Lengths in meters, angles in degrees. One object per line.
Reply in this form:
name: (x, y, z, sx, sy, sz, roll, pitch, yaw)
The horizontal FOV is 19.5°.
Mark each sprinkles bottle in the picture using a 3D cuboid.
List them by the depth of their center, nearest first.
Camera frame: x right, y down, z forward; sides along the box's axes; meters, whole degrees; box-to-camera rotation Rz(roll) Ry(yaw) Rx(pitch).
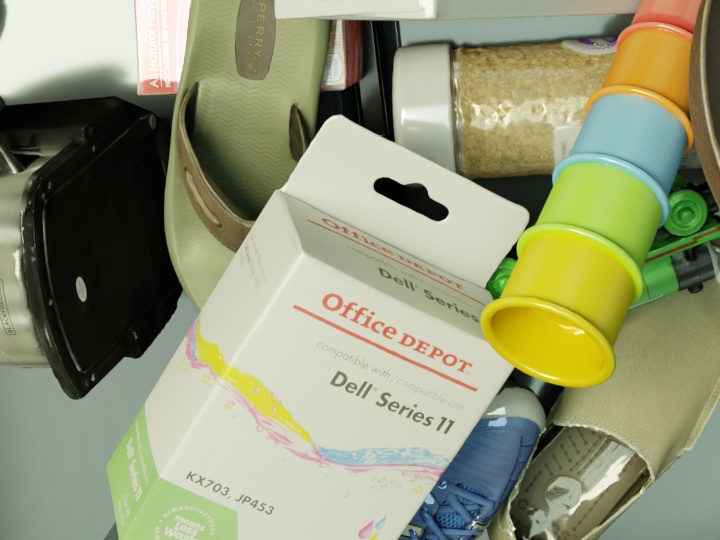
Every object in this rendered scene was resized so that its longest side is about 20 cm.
sprinkles bottle: (0.116, -0.078, 0.994, 0.199, 0.068, 0.069, -3, 98, 4)

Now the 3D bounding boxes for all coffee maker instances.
coffee maker: (-0.192, -0.013, 0.990, 0.199, 0.192, 0.136, 0, 91, 22)

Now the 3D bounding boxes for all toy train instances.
toy train: (0.078, 0.012, 0.973, 0.199, 0.042, 0.057, -20, 109, 0)

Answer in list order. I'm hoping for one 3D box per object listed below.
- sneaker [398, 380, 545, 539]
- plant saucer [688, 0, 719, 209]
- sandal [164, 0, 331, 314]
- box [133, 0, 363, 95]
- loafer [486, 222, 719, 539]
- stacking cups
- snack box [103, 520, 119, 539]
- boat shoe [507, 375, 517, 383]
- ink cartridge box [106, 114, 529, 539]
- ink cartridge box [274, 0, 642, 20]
sneaker: (0.027, 0.131, 0.996, 0.075, 0.077, 0.200, 16, 126, -32)
plant saucer: (0.213, -0.068, 0.931, 0.199, 0.034, 0.201, 9, 75, -35)
sandal: (-0.052, -0.050, 0.930, 0.079, 0.057, 0.202, 2, 119, 3)
box: (-0.054, -0.184, 0.978, 0.102, 0.095, 0.201, 0, 98, 5)
loafer: (0.131, 0.069, 1.012, 0.075, 0.068, 0.201, 31, 99, 0)
stacking cups: (0.115, -0.045, 0.909, 0.060, 0.061, 0.201, 27, 59, 0)
snack box: (-0.103, 0.207, 0.982, 0.067, 0.200, 0.170, 11, 98, 3)
boat shoe: (0.000, 0.000, 1.018, 0.057, 0.069, 0.200, -37, 100, 4)
ink cartridge box: (-0.013, 0.047, 0.914, 0.117, 0.067, 0.200, 24, 110, -22)
ink cartridge box: (0.053, -0.199, 0.911, 0.084, 0.200, 0.177, 5, 99, 35)
